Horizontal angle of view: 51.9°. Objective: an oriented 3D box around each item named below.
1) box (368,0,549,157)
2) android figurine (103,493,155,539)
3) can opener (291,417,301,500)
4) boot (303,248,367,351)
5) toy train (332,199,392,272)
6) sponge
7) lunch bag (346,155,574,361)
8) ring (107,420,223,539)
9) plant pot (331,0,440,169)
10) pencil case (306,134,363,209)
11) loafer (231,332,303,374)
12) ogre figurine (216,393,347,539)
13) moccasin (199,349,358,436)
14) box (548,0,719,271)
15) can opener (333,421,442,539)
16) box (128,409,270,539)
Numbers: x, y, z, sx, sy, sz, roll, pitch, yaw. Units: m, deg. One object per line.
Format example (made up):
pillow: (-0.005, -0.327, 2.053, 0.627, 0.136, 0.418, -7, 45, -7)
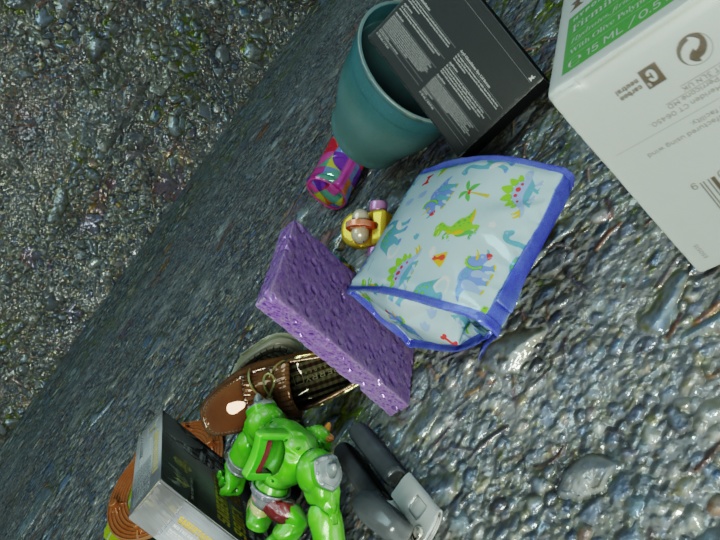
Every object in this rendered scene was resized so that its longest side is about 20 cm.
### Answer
box: (0.126, -0.269, 0.947, 0.141, 0.202, 0.078, -40, -10, 25)
android figurine: (-0.332, 0.360, 1.116, 0.198, 0.041, 0.185, -4, 52, 58)
can opener: (-0.095, 0.194, 0.874, 0.079, 0.063, 0.201, -46, 24, 7)
boot: (-0.001, 0.041, 0.933, 0.199, 0.073, 0.097, -39, 38, 34)
toy train: (0.000, 0.000, 0.870, 0.197, 0.055, 0.153, -32, 63, 19)
sponge: (-0.018, 0.049, 0.765, 0.030, 0.199, 0.113, -31, 30, 31)
lunch bag: (0.105, -0.015, 0.719, 0.172, 0.127, 0.199, -59, 20, -18)
ring: (-0.283, 0.293, 1.062, 0.196, 0.019, 0.202, -23, 31, 14)
plant pot: (0.046, -0.259, 1.115, 0.188, 0.197, 0.203, -42, 20, 55)
pencil case: (-0.020, -0.207, 1.290, 0.088, 0.088, 0.204, -12, 47, 56)
loafer: (-0.139, 0.137, 1.006, 0.200, 0.075, 0.069, -45, 22, 38)
ogre figurine: (-0.072, 0.205, 0.710, 0.200, 0.095, 0.123, -137, 56, -62)
moccasin: (-0.083, 0.136, 0.830, 0.196, 0.076, 0.078, -13, 3, -12)
box: (0.270, -0.153, 0.514, 0.197, 0.199, 0.174, -30, 29, 42)
can opener: (0.012, 0.189, 0.675, 0.054, 0.067, 0.200, -51, 23, -3)
box: (-0.169, 0.246, 0.794, 0.048, 0.158, 0.200, -46, 16, -4)
